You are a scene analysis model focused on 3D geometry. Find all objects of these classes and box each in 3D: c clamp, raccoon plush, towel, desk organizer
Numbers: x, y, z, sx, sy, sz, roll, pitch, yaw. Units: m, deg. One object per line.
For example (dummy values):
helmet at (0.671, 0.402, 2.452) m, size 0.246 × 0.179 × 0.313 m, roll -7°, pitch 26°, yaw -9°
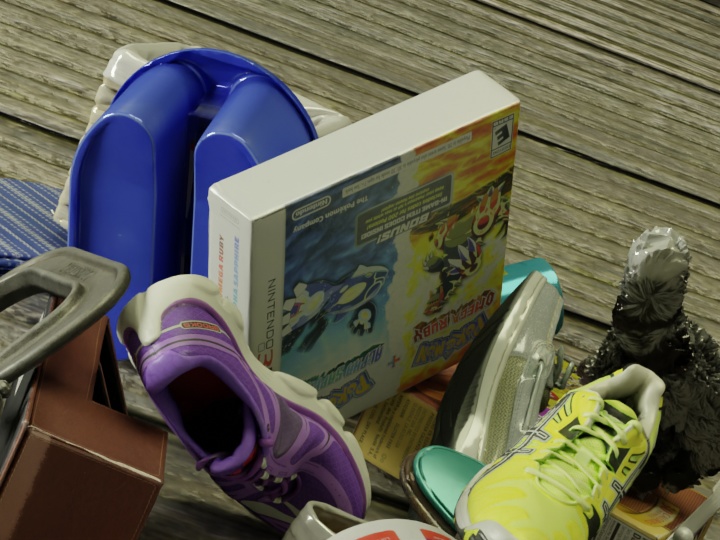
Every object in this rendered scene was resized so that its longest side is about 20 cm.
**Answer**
c clamp at (-0.199, 0.041, 1.538) m, size 0.027 × 0.171 × 0.200 m, roll 55°, pitch -8°, yaw -17°
raccoon plush at (0.180, 0.036, 1.745) m, size 0.096 × 0.201 × 0.134 m, roll 8°, pitch 32°, yaw -7°
towel at (-0.224, -0.026, 1.869) m, size 0.145 × 0.024 × 0.200 m, roll 34°, pitch 18°, yaw 37°
desk organizer at (-0.147, 0.086, 1.538) m, size 0.077 × 0.072 × 0.200 m, roll 23°, pitch 17°, yaw -9°

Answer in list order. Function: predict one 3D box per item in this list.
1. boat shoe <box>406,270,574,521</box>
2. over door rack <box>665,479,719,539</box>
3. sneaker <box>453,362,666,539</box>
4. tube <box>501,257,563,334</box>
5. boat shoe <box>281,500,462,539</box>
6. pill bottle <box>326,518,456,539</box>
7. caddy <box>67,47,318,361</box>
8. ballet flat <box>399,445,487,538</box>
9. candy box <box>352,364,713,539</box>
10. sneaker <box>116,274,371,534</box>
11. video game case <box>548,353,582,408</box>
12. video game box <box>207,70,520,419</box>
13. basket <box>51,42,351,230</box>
boat shoe at (0.082, 0.092, 1.692) m, size 0.065 × 0.074 × 0.202 m, roll 27°, pitch 54°, yaw -10°
over door rack at (0.251, 0.181, 1.693) m, size 0.148 × 0.067 × 0.200 m, roll 49°, pitch 23°, yaw 6°
sneaker at (0.108, 0.103, 1.560) m, size 0.075 × 0.077 × 0.200 m, roll 33°, pitch 27°, yaw 4°
tube at (0.029, 0.035, 1.839) m, size 0.199 × 0.051 × 0.077 m, roll -12°, pitch -5°, yaw -20°
boat shoe at (0.051, 0.173, 1.533) m, size 0.199 × 0.070 × 0.071 m, roll 22°, pitch 17°, yaw -5°
pill bottle at (0.036, 0.206, 1.342) m, size 0.112 × 0.113 × 0.200 m, roll 15°, pitch 19°, yaw -26°
caddy at (-0.097, -0.032, 1.754) m, size 0.141 × 0.201 × 0.105 m, roll 12°, pitch 25°, yaw 15°
ballet flat at (0.098, 0.173, 1.597) m, size 0.200 × 0.067 × 0.068 m, roll 34°, pitch 41°, yaw 8°
candy box at (0.106, 0.125, 1.778) m, size 0.200 × 0.057 × 0.117 m, roll 31°, pitch 18°, yaw 18°
sneaker at (-0.064, 0.092, 1.550) m, size 0.200 × 0.080 × 0.084 m, roll 48°, pitch 19°, yaw -37°
video game case at (0.052, 0.054, 1.974) m, size 0.200 × 0.026 × 0.181 m, roll 30°, pitch 18°, yaw 24°
video game box at (0.000, 0.000, 1.683) m, size 0.200 × 0.183 × 0.047 m, roll -25°, pitch 48°, yaw -31°
basket at (-0.102, -0.066, 1.904) m, size 0.135 × 0.124 × 0.200 m, roll 26°, pitch 10°, yaw 7°
